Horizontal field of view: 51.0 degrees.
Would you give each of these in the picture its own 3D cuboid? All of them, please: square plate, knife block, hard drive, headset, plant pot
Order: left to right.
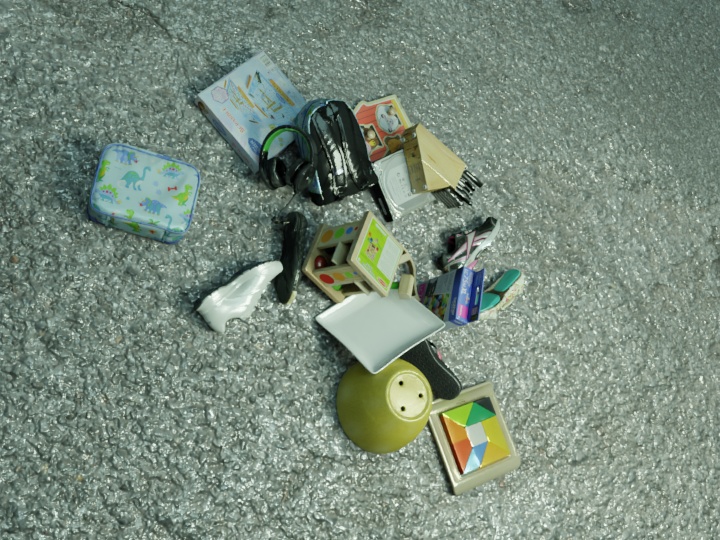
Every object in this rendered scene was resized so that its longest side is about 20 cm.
[{"bbox_3d":[-0.155,-0.195,1.538,0.122,0.094,0.203,7,98,19],"label":"headset"},{"bbox_3d":[0.040,0.112,1.560,0.197,0.029,0.200,-30,50,-26],"label":"square plate"},{"bbox_3d":[0.068,0.260,1.518,0.197,0.142,0.203,8,71,-23],"label":"plant pot"},{"bbox_3d":[0.117,-0.213,1.730,0.199,0.038,0.141,-28,100,-29],"label":"hard drive"},{"bbox_3d":[0.194,-0.237,1.719,0.174,0.064,0.203,-14,92,-31],"label":"knife block"}]

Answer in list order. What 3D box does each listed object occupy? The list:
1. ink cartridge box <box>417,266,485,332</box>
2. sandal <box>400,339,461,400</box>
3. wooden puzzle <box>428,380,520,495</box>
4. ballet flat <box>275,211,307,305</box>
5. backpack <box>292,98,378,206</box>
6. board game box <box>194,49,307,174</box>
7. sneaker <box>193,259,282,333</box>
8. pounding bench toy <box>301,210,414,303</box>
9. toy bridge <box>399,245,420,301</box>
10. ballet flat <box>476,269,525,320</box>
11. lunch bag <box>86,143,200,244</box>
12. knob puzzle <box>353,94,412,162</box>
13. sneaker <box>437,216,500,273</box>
[{"bbox_3d":[0.182,0.065,1.596,0.042,0.199,0.121,25,64,-27],"label":"ink cartridge box"},{"bbox_3d":[0.143,0.190,1.621,0.201,0.075,0.045,51,27,1],"label":"sandal"},{"bbox_3d":[0.247,0.358,1.629,0.183,0.037,0.203,-14,80,-27],"label":"wooden puzzle"},{"bbox_3d":[-0.135,-0.025,1.562,0.057,0.066,0.203,26,65,-51],"label":"ballet flat"},{"bbox_3d":[-0.065,-0.266,1.612,0.162,0.154,0.202,-26,125,-18],"label":"backpack"},{"bbox_3d":[-0.220,-0.345,1.631,0.201,0.041,0.199,50,61,-4],"label":"board game box"},{"bbox_3d":[-0.233,0.047,1.499,0.199,0.074,0.088,-36,102,-22],"label":"sneaker"},{"bbox_3d":[0.000,0.000,1.568,0.200,0.155,0.125,45,51,-33],"label":"pounding bench toy"},{"bbox_3d":[0.081,-0.019,1.667,0.067,0.027,0.202,-22,79,-29],"label":"toy bridge"},{"bbox_3d":[0.310,0.072,1.733,0.199,0.075,0.065,-34,123,-24],"label":"ballet flat"},{"bbox_3d":[-0.415,-0.151,1.460,0.198,0.082,0.163,14,70,-20],"label":"lunch bag"},{"bbox_3d":[0.048,-0.308,1.748,0.217,0.030,0.223,7,72,-23],"label":"knob puzzle"},{"bbox_3d":[0.249,-0.065,1.741,0.086,0.080,0.200,39,56,3],"label":"sneaker"}]
